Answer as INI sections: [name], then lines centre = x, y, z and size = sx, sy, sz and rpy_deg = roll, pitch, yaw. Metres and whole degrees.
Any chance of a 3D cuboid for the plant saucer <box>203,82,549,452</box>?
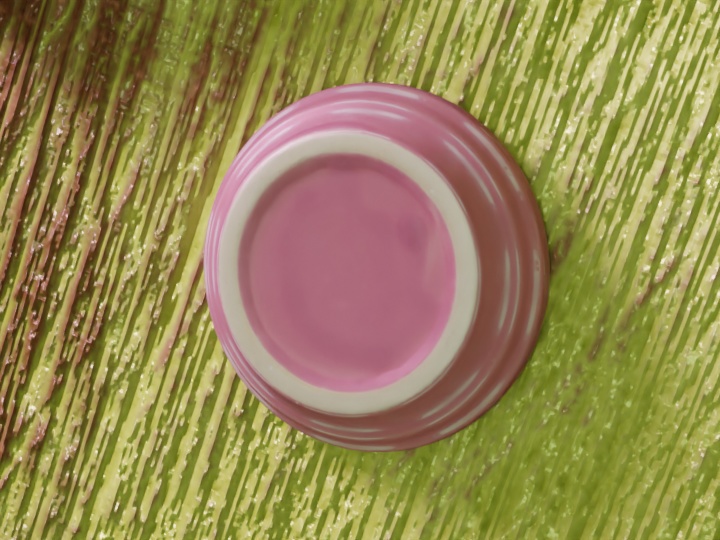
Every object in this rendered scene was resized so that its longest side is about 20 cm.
[plant saucer]
centre = 0.000, 0.000, 0.982
size = 0.200, 0.051, 0.202
rpy_deg = 2, 94, 23
